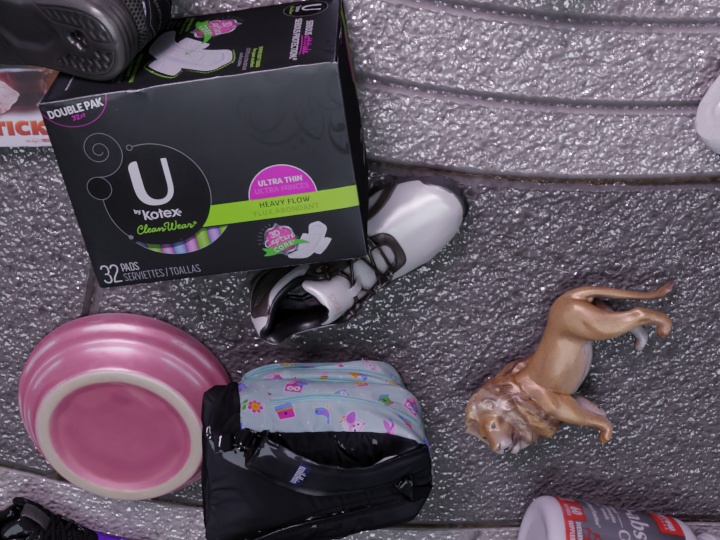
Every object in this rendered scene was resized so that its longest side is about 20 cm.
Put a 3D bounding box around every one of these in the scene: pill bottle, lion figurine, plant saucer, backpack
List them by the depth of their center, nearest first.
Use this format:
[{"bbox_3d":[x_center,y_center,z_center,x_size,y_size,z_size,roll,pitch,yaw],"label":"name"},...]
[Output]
[{"bbox_3d":[-0.036,0.153,0.870,0.195,0.128,0.169,-3,134,-12],"label":"backpack"},{"bbox_3d":[0.175,0.076,0.873,0.120,0.073,0.203,23,107,1],"label":"lion figurine"},{"bbox_3d":[-0.210,0.133,0.913,0.196,0.051,0.204,0,123,1],"label":"plant saucer"},{"bbox_3d":[0.255,0.287,0.974,0.196,0.117,0.118,11,123,-8],"label":"pill bottle"}]

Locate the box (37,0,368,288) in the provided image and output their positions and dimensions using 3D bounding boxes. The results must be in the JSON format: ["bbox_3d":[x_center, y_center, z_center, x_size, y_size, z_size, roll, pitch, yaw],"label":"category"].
[{"bbox_3d":[-0.098,-0.091,0.723,0.195,0.125,0.151,-7,124,6],"label":"box"}]

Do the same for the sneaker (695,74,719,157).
[{"bbox_3d":[0.350,-0.134,0.730,0.145,0.081,0.201,27,116,-26],"label":"sneaker"}]

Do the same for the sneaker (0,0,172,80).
[{"bbox_3d":[-0.208,-0.193,0.694,0.196,0.115,0.077,15,133,24],"label":"sneaker"}]

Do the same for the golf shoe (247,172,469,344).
[{"bbox_3d":[0.000,0.000,0.801,0.198,0.095,0.078,-29,118,16],"label":"golf shoe"}]

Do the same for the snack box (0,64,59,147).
[{"bbox_3d":[-0.308,-0.128,0.757,0.195,0.024,0.073,-1,123,1],"label":"snack box"}]

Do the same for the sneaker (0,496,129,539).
[{"bbox_3d":[-0.303,0.268,0.988,0.195,0.070,0.101,2,121,-2],"label":"sneaker"}]
